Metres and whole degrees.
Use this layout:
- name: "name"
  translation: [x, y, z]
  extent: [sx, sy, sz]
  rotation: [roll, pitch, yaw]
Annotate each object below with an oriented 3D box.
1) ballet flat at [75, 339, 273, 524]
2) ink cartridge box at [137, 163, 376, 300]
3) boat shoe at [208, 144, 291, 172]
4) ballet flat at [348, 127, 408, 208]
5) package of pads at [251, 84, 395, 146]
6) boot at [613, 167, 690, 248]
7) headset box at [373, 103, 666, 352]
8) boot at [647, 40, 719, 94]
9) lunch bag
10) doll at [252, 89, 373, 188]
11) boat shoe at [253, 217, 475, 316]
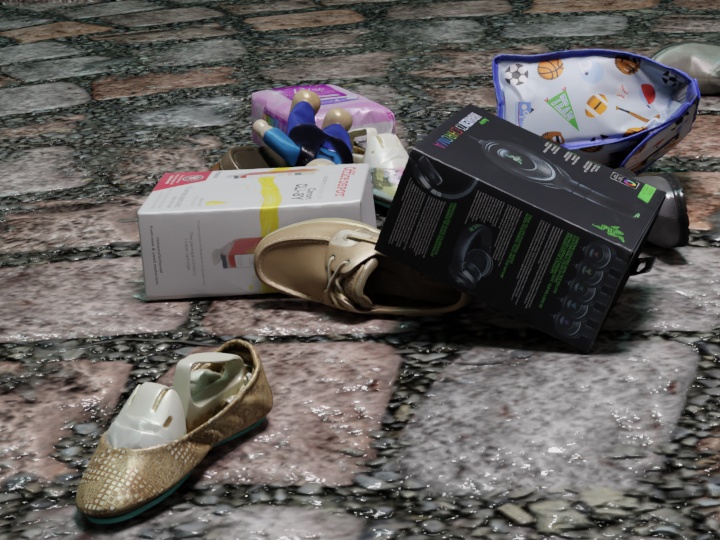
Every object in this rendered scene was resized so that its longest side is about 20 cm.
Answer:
- name: "ballet flat"
  translation: [-0.123, 0.095, 1.033]
  extent: [0.070, 0.066, 0.200]
  rotation: [4, 19, 23]
- name: "ink cartridge box"
  translation: [-0.088, -0.038, 1.428]
  extent: [0.198, 0.084, 0.145]
  rotation: [-2, 17, 4]
- name: "boat shoe"
  translation: [-0.095, -0.084, 1.593]
  extent: [0.072, 0.068, 0.199]
  rotation: [55, 24, 20]
- name: "ballet flat"
  translation: [0.012, -0.113, 1.667]
  extent: [0.069, 0.072, 0.200]
  rotation: [1, 13, -29]
- name: "package of pads"
  translation: [-0.046, -0.166, 1.854]
  extent: [0.119, 0.076, 0.200]
  rotation: [-7, 17, -18]
- name: "boot"
  translation: [0.210, -0.048, 1.450]
  extent: [0.130, 0.071, 0.200]
  rotation: [-10, 7, -12]
- name: "headset box"
  translation: [0.137, -0.036, 1.264]
  extent: [0.199, 0.093, 0.174]
  rotation: [26, 24, 11]
- name: "boot"
  translation: [0.473, -0.252, 2.047]
  extent: [0.198, 0.068, 0.131]
  rotation: [-9, 23, -12]
- name: "lunch bag"
  translation: [0.240, -0.153, 1.604]
  extent: [0.198, 0.125, 0.170]
  rotation: [-5, -6, 8]
- name: "doll"
  translation: [-0.045, -0.119, 1.578]
  extent: [0.136, 0.049, 0.200]
  rotation: [27, 21, -15]
- name: "boat shoe"
  translation: [0.000, 0.000, 1.308]
  extent: [0.198, 0.072, 0.065]
  rotation: [3, 17, 16]
